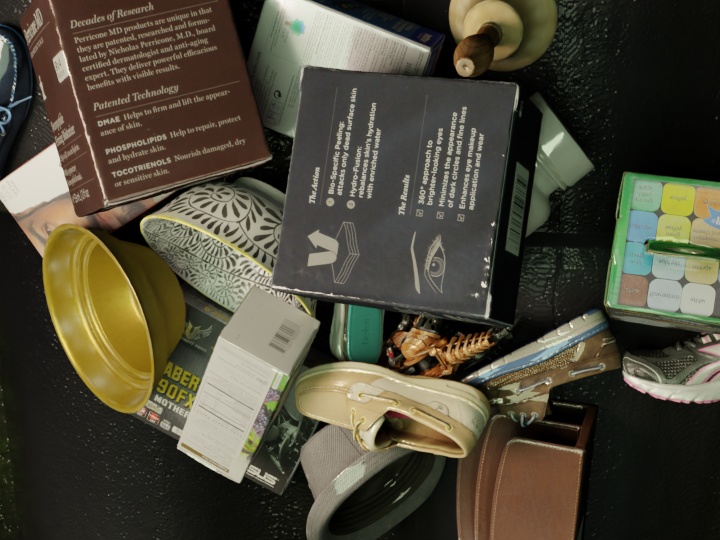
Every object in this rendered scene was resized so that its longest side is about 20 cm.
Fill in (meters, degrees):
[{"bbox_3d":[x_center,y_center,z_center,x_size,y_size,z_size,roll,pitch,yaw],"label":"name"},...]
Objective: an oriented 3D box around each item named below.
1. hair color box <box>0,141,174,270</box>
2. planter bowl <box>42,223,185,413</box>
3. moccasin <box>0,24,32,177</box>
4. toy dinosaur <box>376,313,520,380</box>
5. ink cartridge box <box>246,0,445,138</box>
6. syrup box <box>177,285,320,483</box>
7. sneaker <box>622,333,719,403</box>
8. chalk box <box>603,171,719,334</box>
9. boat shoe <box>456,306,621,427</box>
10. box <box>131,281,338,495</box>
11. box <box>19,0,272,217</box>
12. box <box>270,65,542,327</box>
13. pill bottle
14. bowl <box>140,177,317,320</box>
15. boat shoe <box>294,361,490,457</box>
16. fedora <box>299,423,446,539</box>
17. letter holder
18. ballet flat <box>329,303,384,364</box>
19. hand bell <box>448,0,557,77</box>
[{"bbox_3d":[-0.267,-0.099,1.487,0.199,0.064,0.111,-31,101,25],"label":"hair color box"},{"bbox_3d":[-0.236,0.036,1.464,0.200,0.083,0.202,28,129,40],"label":"planter bowl"},{"bbox_3d":[-0.388,-0.152,1.494,0.080,0.068,0.201,18,114,7],"label":"moccasin"},{"bbox_3d":[0.082,0.076,1.416,0.199,0.136,0.103,20,143,52],"label":"toy dinosaur"},{"bbox_3d":[-0.006,-0.181,1.377,0.199,0.076,0.137,23,115,7],"label":"ink cartridge box"},{"bbox_3d":[-0.113,0.116,1.431,0.081,0.079,0.201,28,137,4],"label":"syrup box"},{"bbox_3d":[0.353,0.078,1.393,0.198,0.080,0.087,1,99,6],"label":"sneaker"},{"bbox_3d":[0.285,-0.016,1.279,0.123,0.200,0.125,9,86,11],"label":"chalk box"},{"bbox_3d":[0.161,0.112,1.406,0.199,0.072,0.073,-30,83,14],"label":"boat shoe"},{"bbox_3d":[-0.135,0.127,1.547,0.199,0.048,0.159,28,116,3],"label":"box"},{"bbox_3d":[-0.201,-0.169,1.333,0.163,0.166,0.202,-17,94,-20],"label":"box"},{"bbox_3d":[0.043,-0.063,1.258,0.198,0.117,0.198,8,87,18],"label":"box"},{"bbox_3d":[0.115,-0.071,1.357,0.200,0.114,0.115,-38,98,11],"label":"pill bottle"},{"bbox_3d":[-0.111,-0.030,1.436,0.200,0.201,0.095,27,71,10],"label":"bowl"},{"bbox_3d":[0.022,0.138,1.377,0.198,0.069,0.074,4,138,23],"label":"boat shoe"},{"bbox_3d":[0.000,0.203,1.494,0.176,0.200,0.090,-36,65,-5],"label":"fedora"},{"bbox_3d":[0.160,0.239,1.485,0.141,0.101,0.202,8,113,14],"label":"letter holder"},{"bbox_3d":[0.000,0.000,1.443,0.069,0.069,0.202,8,87,12],"label":"ballet flat"},{"bbox_3d":[0.110,-0.204,1.268,0.103,0.200,0.105,5,112,13],"label":"hand bell"}]
